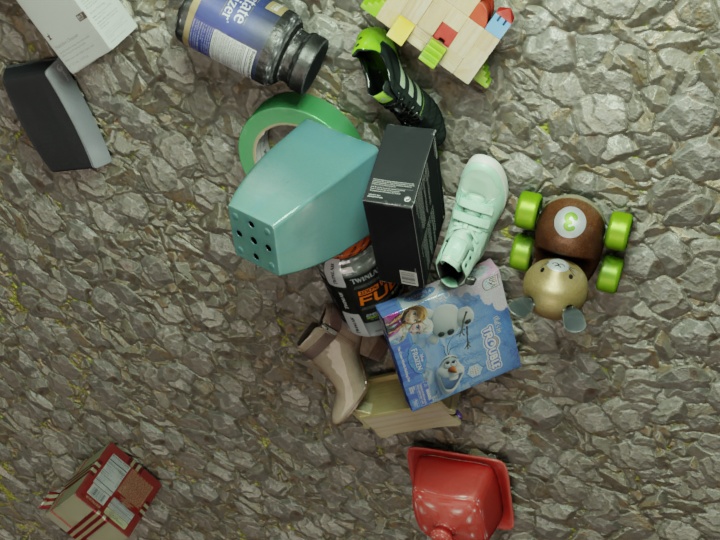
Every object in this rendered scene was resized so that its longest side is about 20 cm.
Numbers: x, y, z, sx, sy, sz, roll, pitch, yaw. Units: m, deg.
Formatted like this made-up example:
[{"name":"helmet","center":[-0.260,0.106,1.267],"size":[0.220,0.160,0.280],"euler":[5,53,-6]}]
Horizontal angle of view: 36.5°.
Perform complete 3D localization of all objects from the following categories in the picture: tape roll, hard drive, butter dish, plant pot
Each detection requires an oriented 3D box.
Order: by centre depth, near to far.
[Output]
[{"name":"plant pot","center":[-0.086,-0.091,1.558],"size":[0.141,0.200,0.142],"euler":[25,139,31]},{"name":"tape roll","center":[-0.090,-0.175,1.687],"size":[0.199,0.048,0.202],"euler":[14,134,15]},{"name":"hard drive","center":[-0.514,-0.255,1.839],"size":[0.134,0.042,0.201],"euler":[-1,127,28]},{"name":"butter dish","center":[0.170,0.442,2.019],"size":[0.198,0.148,0.201],"euler":[6,130,23]}]

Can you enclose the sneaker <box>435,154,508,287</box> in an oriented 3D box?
[{"name":"sneaker","center":[0.162,-0.065,1.603],"size":[0.073,0.118,0.202],"euler":[18,133,14]}]

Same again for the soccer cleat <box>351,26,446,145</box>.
[{"name":"soccer cleat","center":[0.050,-0.245,1.529],"size":[0.067,0.081,0.201],"euler":[-18,118,37]}]

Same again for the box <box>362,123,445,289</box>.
[{"name":"box","center":[0.067,-0.090,1.578],"size":[0.078,0.142,0.201],"euler":[11,148,16]}]

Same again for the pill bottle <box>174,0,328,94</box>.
[{"name":"pill bottle","center":[-0.151,-0.331,1.538],"size":[0.199,0.112,0.112],"euler":[27,135,3]}]

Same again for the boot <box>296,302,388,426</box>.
[{"name":"boot","center":[-0.047,0.155,1.886],"size":[0.145,0.070,0.201],"euler":[28,95,-22]}]

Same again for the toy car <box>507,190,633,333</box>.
[{"name":"toy car","center":[0.280,0.005,1.544],"size":[0.163,0.201,0.159],"euler":[14,133,15]}]

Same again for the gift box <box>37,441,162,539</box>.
[{"name":"gift box","center":[-0.592,0.523,2.450],"size":[0.185,0.200,0.186],"euler":[45,135,-8]}]

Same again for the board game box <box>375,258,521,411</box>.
[{"name":"board game box","center":[0.143,0.105,1.735],"size":[0.198,0.043,0.201],"euler":[-23,124,-6]}]

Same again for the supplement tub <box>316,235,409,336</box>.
[{"name":"supplement tub","center":[0.000,0.000,1.717],"size":[0.122,0.123,0.201],"euler":[3,141,25]}]

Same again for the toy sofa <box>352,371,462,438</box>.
[{"name":"toy sofa","center":[0.086,0.223,1.916],"size":[0.199,0.083,0.098],"euler":[-16,132,36]}]

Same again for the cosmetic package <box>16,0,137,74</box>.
[{"name":"cosmetic package","center":[-0.444,-0.413,1.639],"size":[0.112,0.081,0.200],"euler":[-18,119,39]}]

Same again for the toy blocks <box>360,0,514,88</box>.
[{"name":"toy blocks","center":[0.120,-0.344,1.412],"size":[0.199,0.100,0.137],"euler":[35,124,-4]}]
